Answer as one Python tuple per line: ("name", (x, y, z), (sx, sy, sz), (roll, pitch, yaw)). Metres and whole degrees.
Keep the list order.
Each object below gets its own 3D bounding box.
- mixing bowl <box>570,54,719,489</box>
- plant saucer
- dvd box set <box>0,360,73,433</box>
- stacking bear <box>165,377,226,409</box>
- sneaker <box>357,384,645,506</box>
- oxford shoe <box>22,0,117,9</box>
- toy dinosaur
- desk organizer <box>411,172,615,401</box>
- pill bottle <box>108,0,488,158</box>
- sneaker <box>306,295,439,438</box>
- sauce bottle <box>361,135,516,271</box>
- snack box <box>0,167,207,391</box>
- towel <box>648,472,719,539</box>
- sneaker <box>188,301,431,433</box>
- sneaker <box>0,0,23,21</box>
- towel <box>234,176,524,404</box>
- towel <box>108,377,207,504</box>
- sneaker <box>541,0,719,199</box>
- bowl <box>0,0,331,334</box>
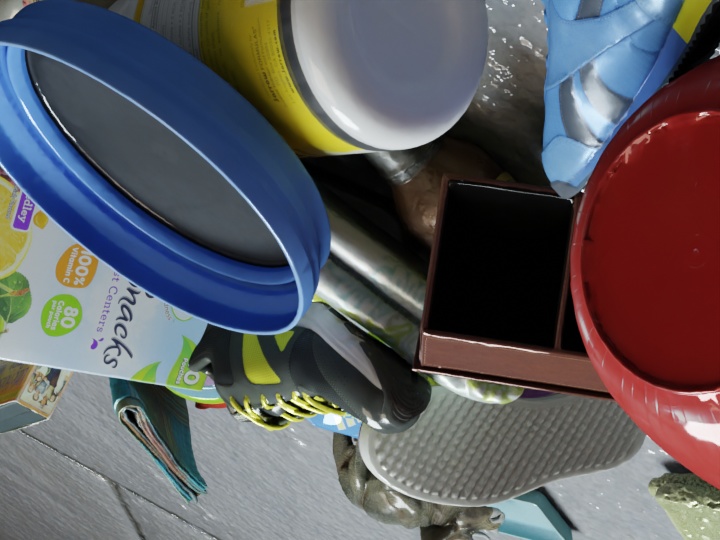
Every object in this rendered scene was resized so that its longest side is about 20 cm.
("mixing bowl", (0.150, -0.002, 0.476), (0.108, 0.200, 0.200), (7, 177, -42))
("plant saucer", (0.090, 0.195, 1.138), (0.200, 0.019, 0.070), (3, 141, 46))
("dvd box set", (-0.209, 0.019, 0.962), (0.029, 0.200, 0.146), (32, 156, -19))
("stacking bear", (-0.117, 0.053, 1.033), (0.114, 0.121, 0.200), (26, 163, 7))
("sneaker", (0.068, 0.102, 0.842), (0.200, 0.073, 0.114), (3, -178, -32))
("oxford shoe", (-0.128, -0.131, 0.764), (0.075, 0.070, 0.200), (19, 162, 21))
("toy dinosaur", (0.018, 0.171, 1.095), (0.200, 0.077, 0.102), (21, 127, 27))
("desk organizer", (0.129, 0.014, 0.640), (0.200, 0.072, 0.077), (8, 147, 7))
("pill bottle", (-0.044, -0.109, 0.645), (0.200, 0.112, 0.112), (1, 140, 49))
("sneaker", (-0.027, 0.054, 0.911), (0.105, 0.076, 0.200), (-35, 116, 21))
("sauce bottle", (0.064, -0.023, 0.726), (0.200, 0.065, 0.065), (42, 153, -22))
("snack box", (-0.175, -0.011, 0.841), (0.200, 0.142, 0.053), (14, -171, -34))
("towel", (0.293, 0.185, 0.861), (0.200, 0.036, 0.148), (0, 139, 50))
("sneaker", (-0.032, 0.061, 0.766), (0.074, 0.085, 0.200), (35, 176, -32))
("sneaker", (-0.254, -0.171, 0.833), (0.200, 0.076, 0.092), (-3, 132, 50))
("towel", (0.000, 0.000, 0.776), (0.200, 0.048, 0.171), (36, -174, -6))
("towel", (-0.173, 0.073, 1.082), (0.147, 0.022, 0.200), (63, -174, -47))
("sneaker", (0.105, -0.102, 0.549), (0.078, 0.066, 0.200), (42, 156, 11))
("bowl", (-0.101, -0.047, 0.643), (0.201, 0.039, 0.201), (29, 155, 15))
